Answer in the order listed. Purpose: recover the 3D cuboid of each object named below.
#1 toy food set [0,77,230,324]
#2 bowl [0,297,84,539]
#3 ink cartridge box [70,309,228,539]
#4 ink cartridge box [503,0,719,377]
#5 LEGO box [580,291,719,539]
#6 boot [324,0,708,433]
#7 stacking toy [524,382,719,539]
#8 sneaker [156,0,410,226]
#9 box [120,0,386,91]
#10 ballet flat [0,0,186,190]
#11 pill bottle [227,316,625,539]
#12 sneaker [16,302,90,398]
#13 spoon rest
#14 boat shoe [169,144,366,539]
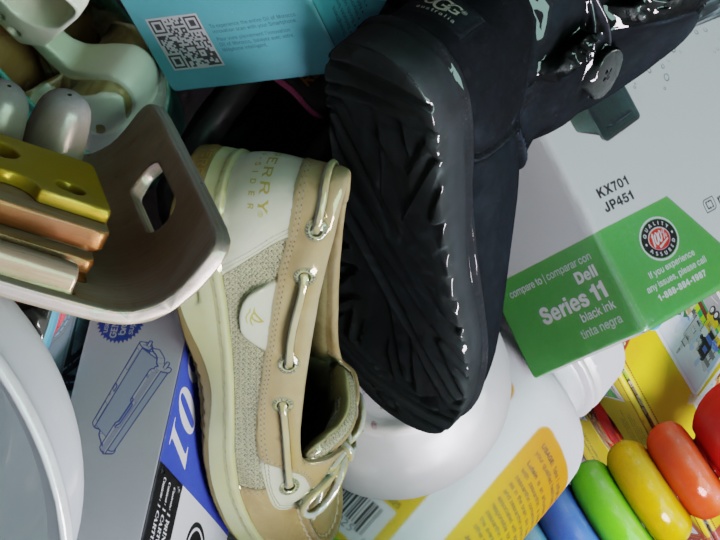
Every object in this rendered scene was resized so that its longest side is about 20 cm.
[{"bbox_3d":[-0.145,-0.057,0.571,0.199,0.144,0.061,18,107,-23],"label":"toy food set"},{"bbox_3d":[-0.173,0.057,0.614,0.090,0.200,0.202,-52,141,-64],"label":"bowl"},{"bbox_3d":[-0.084,0.096,0.688,0.094,0.044,0.201,65,32,-62],"label":"ink cartridge box"},{"bbox_3d":[0.104,-0.075,0.823,0.146,0.083,0.201,-26,87,-36],"label":"ink cartridge box"},{"bbox_3d":[0.176,0.035,0.986,0.149,0.077,0.200,-49,130,-21],"label":"LEGO box"},{"bbox_3d":[0.065,-0.049,0.702,0.168,0.076,0.201,-37,143,-31],"label":"boot"},{"bbox_3d":[0.131,0.120,0.903,0.200,0.086,0.085,-36,131,8],"label":"stacking toy"},{"bbox_3d":[-0.005,-0.076,0.715,0.200,0.080,0.086,-51,173,-1],"label":"sneaker"},{"bbox_3d":[-0.011,-0.155,0.709,0.049,0.082,0.200,61,41,-36],"label":"box"},{"bbox_3d":[-0.117,-0.088,0.679,0.200,0.070,0.068,47,68,-41],"label":"ballet flat"},{"bbox_3d":[0.034,0.089,0.843,0.200,0.111,0.111,-46,129,-24],"label":"pill bottle"},{"bbox_3d":[-0.137,0.047,0.713,0.095,0.079,0.201,-5,104,-67],"label":"sneaker"},{"bbox_3d":[0.000,0.000,0.782,0.099,0.061,0.201,-18,85,3],"label":"spoon rest"},{"bbox_3d":[-0.023,0.039,0.689,0.073,0.063,0.201,-70,158,-49],"label":"boat shoe"}]
